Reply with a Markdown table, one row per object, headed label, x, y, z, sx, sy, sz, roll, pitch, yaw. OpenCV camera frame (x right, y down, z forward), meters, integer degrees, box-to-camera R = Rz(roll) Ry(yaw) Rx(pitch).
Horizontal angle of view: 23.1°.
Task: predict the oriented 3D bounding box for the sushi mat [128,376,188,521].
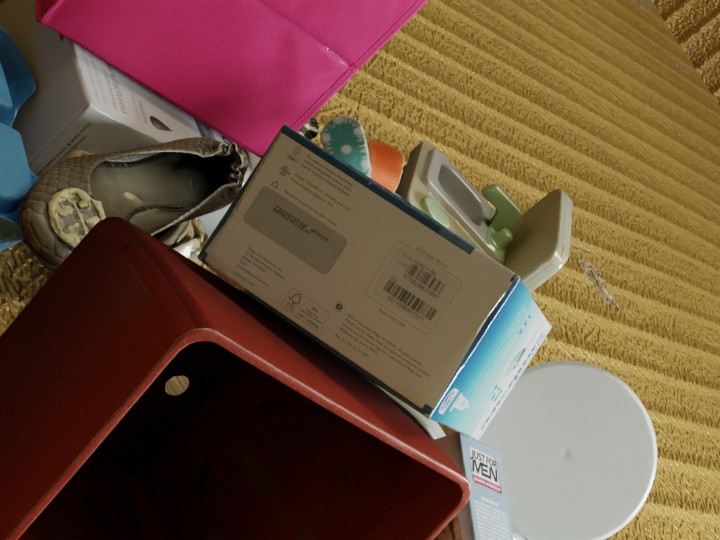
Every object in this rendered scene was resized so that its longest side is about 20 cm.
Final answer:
| label | x | y | z | sx | sy | sz | roll | pitch | yaw |
| --- | --- | --- | --- | --- | --- | --- | --- | --- | --- |
| sushi mat | -0.086 | 0.129 | 1.052 | 0.095 | 0.012 | 0.201 | -21 | 72 | -45 |

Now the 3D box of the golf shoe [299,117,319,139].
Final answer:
| label | x | y | z | sx | sy | sz | roll | pitch | yaw |
| --- | --- | --- | --- | --- | --- | --- | --- | --- | --- |
| golf shoe | -0.077 | -0.057 | 1.342 | 0.088 | 0.077 | 0.201 | 18 | 32 | -20 |

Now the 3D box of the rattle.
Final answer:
| label | x | y | z | sx | sy | sz | roll | pitch | yaw |
| --- | --- | --- | --- | --- | --- | --- | --- | --- | --- |
| rattle | 0.000 | 0.000 | 1.101 | 0.130 | 0.200 | 0.143 | 46 | -19 | -19 |

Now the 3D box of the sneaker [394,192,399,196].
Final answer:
| label | x | y | z | sx | sy | sz | roll | pitch | yaw |
| --- | --- | --- | --- | --- | --- | --- | --- | --- | --- |
| sneaker | 0.027 | 0.014 | 1.208 | 0.200 | 0.075 | 0.089 | 42 | 22 | -13 |

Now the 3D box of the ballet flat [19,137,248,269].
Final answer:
| label | x | y | z | sx | sy | sz | roll | pitch | yaw |
| --- | --- | --- | --- | --- | --- | --- | --- | --- | --- |
| ballet flat | -0.130 | -0.047 | 1.075 | 0.200 | 0.046 | 0.068 | -21 | 93 | -55 |

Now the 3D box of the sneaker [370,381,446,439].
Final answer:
| label | x | y | z | sx | sy | sz | roll | pitch | yaw |
| --- | --- | --- | --- | --- | --- | --- | --- | --- | --- |
| sneaker | 0.026 | 0.102 | 1.197 | 0.084 | 0.073 | 0.201 | 2 | 52 | -59 |

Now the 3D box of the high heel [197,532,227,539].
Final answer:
| label | x | y | z | sx | sy | sz | roll | pitch | yaw |
| --- | --- | --- | --- | --- | --- | --- | --- | --- | --- |
| high heel | -0.042 | 0.236 | 0.962 | 0.200 | 0.096 | 0.067 | 42 | -11 | 22 |

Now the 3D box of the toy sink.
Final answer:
| label | x | y | z | sx | sy | sz | roll | pitch | yaw |
| --- | --- | --- | --- | --- | --- | --- | --- | --- | --- |
| toy sink | 0.046 | -0.012 | 1.315 | 0.112 | 0.200 | 0.131 | 46 | 23 | -14 |

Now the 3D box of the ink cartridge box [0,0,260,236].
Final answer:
| label | x | y | z | sx | sy | sz | roll | pitch | yaw |
| --- | --- | --- | --- | --- | --- | --- | --- | --- | --- |
| ink cartridge box | -0.154 | -0.102 | 1.217 | 0.200 | 0.083 | 0.146 | 25 | 33 | -46 |

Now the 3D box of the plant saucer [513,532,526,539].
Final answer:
| label | x | y | z | sx | sy | sz | roll | pitch | yaw |
| --- | --- | --- | --- | --- | --- | --- | --- | --- | --- |
| plant saucer | 0.107 | 0.265 | 1.204 | 0.200 | 0.050 | 0.201 | 42 | 23 | -22 |

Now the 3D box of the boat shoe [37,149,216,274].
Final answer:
| label | x | y | z | sx | sy | sz | roll | pitch | yaw |
| --- | --- | --- | --- | --- | --- | --- | --- | --- | --- |
| boat shoe | -0.130 | -0.009 | 1.148 | 0.200 | 0.064 | 0.072 | 33 | 28 | -40 |

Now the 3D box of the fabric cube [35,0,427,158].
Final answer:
| label | x | y | z | sx | sy | sz | roll | pitch | yaw |
| --- | --- | --- | --- | --- | --- | --- | --- | --- | --- |
| fabric cube | -0.091 | -0.235 | 1.180 | 0.199 | 0.200 | 0.197 | 29 | 28 | -36 |

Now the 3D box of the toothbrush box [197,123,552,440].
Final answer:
| label | x | y | z | sx | sy | sz | roll | pitch | yaw |
| --- | --- | --- | --- | --- | --- | --- | --- | --- | --- |
| toothbrush box | 0.016 | 0.014 | 0.950 | 0.146 | 0.086 | 0.200 | 34 | -2 | 15 |

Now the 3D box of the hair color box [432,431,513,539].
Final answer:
| label | x | y | z | sx | sy | sz | roll | pitch | yaw |
| --- | --- | --- | --- | --- | --- | --- | --- | --- | --- |
| hair color box | 0.042 | 0.206 | 1.026 | 0.061 | 0.099 | 0.201 | 31 | 46 | -54 |

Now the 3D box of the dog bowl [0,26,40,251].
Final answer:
| label | x | y | z | sx | sy | sz | roll | pitch | yaw |
| --- | --- | --- | --- | --- | --- | --- | --- | --- | --- |
| dog bowl | -0.246 | -0.090 | 1.069 | 0.111 | 0.050 | 0.201 | 27 | 32 | -46 |

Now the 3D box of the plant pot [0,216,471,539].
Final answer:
| label | x | y | z | sx | sy | sz | roll | pitch | yaw |
| --- | --- | --- | --- | --- | --- | --- | --- | --- | --- |
| plant pot | -0.101 | 0.091 | 0.902 | 0.200 | 0.200 | 0.176 | 33 | 14 | -38 |

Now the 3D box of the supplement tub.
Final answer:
| label | x | y | z | sx | sy | sz | roll | pitch | yaw |
| --- | --- | --- | --- | --- | --- | --- | --- | --- | --- |
| supplement tub | 0.148 | 0.135 | 1.302 | 0.132 | 0.132 | 0.200 | 54 | 0 | 7 |
